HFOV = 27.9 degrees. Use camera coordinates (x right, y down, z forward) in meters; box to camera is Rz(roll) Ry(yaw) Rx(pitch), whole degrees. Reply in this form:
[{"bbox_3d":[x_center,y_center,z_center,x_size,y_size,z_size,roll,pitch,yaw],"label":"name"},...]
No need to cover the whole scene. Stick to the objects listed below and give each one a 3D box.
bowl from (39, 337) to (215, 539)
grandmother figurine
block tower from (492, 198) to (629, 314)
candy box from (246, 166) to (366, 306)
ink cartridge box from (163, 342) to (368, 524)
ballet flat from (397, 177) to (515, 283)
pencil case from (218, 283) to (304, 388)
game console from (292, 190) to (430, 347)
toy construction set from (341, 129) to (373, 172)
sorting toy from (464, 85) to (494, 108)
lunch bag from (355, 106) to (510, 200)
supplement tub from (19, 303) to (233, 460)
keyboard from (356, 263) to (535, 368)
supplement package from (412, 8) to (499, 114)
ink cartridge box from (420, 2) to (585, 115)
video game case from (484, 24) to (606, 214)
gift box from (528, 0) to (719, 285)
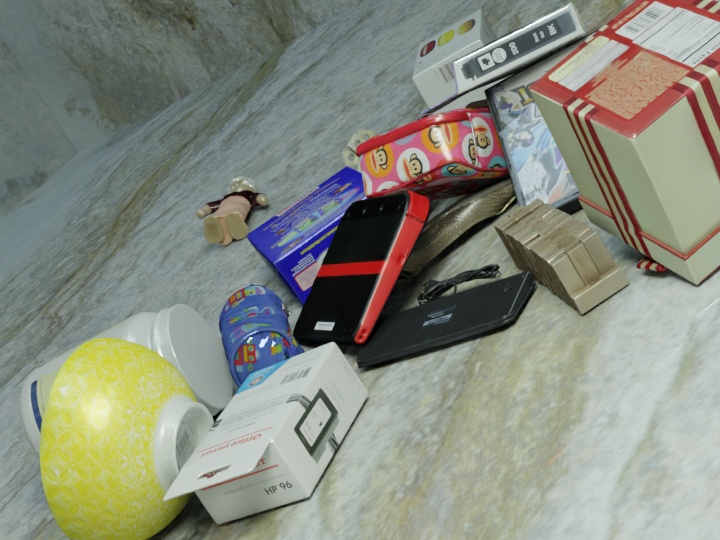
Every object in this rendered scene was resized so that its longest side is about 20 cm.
[{"bbox_3d":[-0.199,0.164,1.361,0.107,0.202,0.200,-2,29,23],"label":"bowl"},{"bbox_3d":[-0.201,-0.098,2.297,0.120,0.061,0.200,0,21,9],"label":"grandmother figurine"},{"bbox_3d":[0.185,-0.018,1.368,0.054,0.058,0.200,-34,18,-3],"label":"block tower"},{"bbox_3d":[-0.042,-0.047,1.823,0.168,0.077,0.200,-35,18,-5],"label":"candy box"},{"bbox_3d":[-0.084,0.161,1.332,0.115,0.068,0.200,-23,19,33],"label":"ink cartridge box"},{"bbox_3d":[0.101,-0.043,1.625,0.199,0.047,0.067,-33,6,-19],"label":"ballet flat"},{"bbox_3d":[-0.109,0.076,1.599,0.086,0.079,0.200,-19,16,-4],"label":"pencil case"},{"bbox_3d":[0.000,0.000,1.574,0.178,0.031,0.200,-68,19,-10],"label":"game console"},{"bbox_3d":[0.067,-0.142,1.884,0.131,0.093,0.199,-37,28,-19],"label":"toy construction set"},{"bbox_3d":[0.246,-0.216,1.707,0.184,0.037,0.199,-9,-2,-37],"label":"sorting toy"},{"bbox_3d":[0.094,-0.125,1.670,0.175,0.083,0.199,-20,-9,38],"label":"lunch bag"},{"bbox_3d":[-0.253,0.134,1.576,0.199,0.146,0.145,-27,17,18],"label":"supplement tub"},{"bbox_3d":[0.089,0.040,1.444,0.199,0.021,0.127,-18,28,38],"label":"keyboard"},{"bbox_3d":[0.150,-0.281,2.068,0.113,0.110,0.200,-27,17,14],"label":"supplement package"},{"bbox_3d":[0.155,-0.237,1.644,0.198,0.044,0.198,-26,3,8],"label":"ink cartridge box"},{"bbox_3d":[0.241,-0.162,1.533,0.199,0.025,0.182,-26,58,20],"label":"video game case"},{"bbox_3d":[0.276,-0.122,1.255,0.184,0.187,0.200,-35,32,-4],"label":"gift box"}]
